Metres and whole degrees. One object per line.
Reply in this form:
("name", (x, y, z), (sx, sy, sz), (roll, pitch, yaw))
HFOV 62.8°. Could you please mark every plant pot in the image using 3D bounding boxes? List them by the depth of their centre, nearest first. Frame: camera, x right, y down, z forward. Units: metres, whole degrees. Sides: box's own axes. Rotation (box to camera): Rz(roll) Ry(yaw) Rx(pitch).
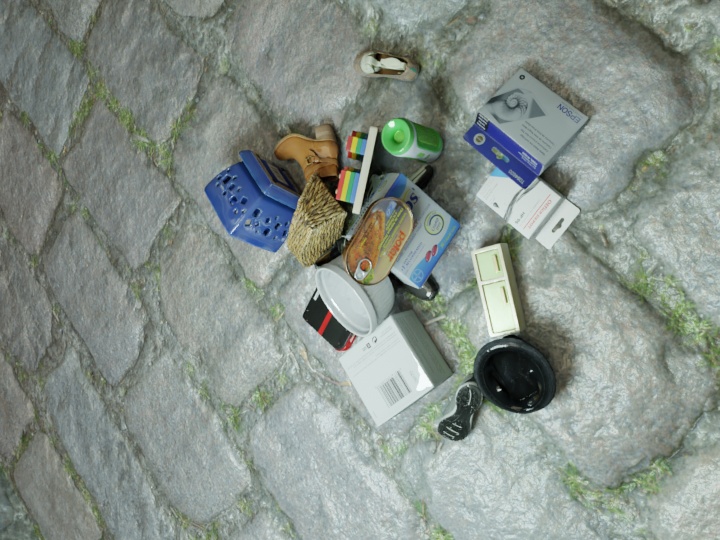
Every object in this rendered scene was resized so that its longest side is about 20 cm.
("plant pot", (-0.278, -0.196, 1.614), (0.180, 0.199, 0.201), (-46, 58, 16))

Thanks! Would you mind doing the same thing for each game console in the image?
("game console", (-0.061, 0.099, 1.617), (0.176, 0.031, 0.203), (39, 111, 29))

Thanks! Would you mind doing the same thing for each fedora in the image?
("fedora", (0.349, 0.219, 1.328), (0.196, 0.092, 0.205), (11, 122, 18))

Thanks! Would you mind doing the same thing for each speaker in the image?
("speaker", (0.125, -0.302, 1.378), (0.087, 0.199, 0.091), (2, 95, 29))

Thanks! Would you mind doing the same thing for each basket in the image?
("basket", (-0.140, -0.123, 1.537), (0.150, 0.141, 0.201), (52, 155, 16))

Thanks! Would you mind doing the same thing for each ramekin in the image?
("ramekin", (-0.007, 0.049, 1.423), (0.199, 0.105, 0.202), (39, 152, 26))

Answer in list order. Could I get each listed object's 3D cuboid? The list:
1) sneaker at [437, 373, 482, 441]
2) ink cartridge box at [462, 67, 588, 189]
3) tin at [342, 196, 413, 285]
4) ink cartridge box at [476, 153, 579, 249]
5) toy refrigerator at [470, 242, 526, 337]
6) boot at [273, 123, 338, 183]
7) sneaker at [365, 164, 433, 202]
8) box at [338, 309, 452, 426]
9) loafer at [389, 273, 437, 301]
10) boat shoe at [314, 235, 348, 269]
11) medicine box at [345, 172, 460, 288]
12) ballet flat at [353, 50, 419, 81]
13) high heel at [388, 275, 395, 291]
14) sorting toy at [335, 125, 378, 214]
("sneaker", (0.247, 0.335, 1.430), (0.073, 0.080, 0.203), (25, 122, 7))
("ink cartridge box", (0.355, -0.313, 1.290), (0.200, 0.041, 0.199), (-46, 70, -1))
("tin", (0.038, -0.064, 1.287), (0.111, 0.042, 0.203), (32, 88, -15))
("ink cartridge box", (0.373, -0.152, 1.318), (0.200, 0.067, 0.117), (44, 113, 20))
("toy refrigerator", (0.318, 0.045, 1.363), (0.075, 0.069, 0.205), (-14, 86, 30))
("boot", (-0.148, -0.293, 1.596), (0.196, 0.073, 0.159), (-17, 71, 26))
("sneaker", (0.084, -0.224, 1.479), (0.200, 0.075, 0.117), (-40, 76, 29))
("box", (0.088, 0.240, 1.476), (0.198, 0.130, 0.202), (-41, 73, 26))
("loafer", (0.105, 0.009, 1.484), (0.199, 0.072, 0.074), (38, 110, 22))
("boat shoe", (-0.034, -0.058, 1.528), (0.199, 0.068, 0.072), (-41, 37, -1))
("medicine box", (0.099, -0.094, 1.376), (0.199, 0.103, 0.184), (36, 86, -20))
("ballet flat", (0.054, -0.521, 1.482), (0.196, 0.067, 0.070), (15, 100, 29))
("high heel", (0.000, 0.000, 1.520), (0.199, 0.096, 0.068), (36, 83, 29))
("sorting toy", (-0.010, -0.254, 1.456), (0.068, 0.199, 0.205), (12, 100, 0))
